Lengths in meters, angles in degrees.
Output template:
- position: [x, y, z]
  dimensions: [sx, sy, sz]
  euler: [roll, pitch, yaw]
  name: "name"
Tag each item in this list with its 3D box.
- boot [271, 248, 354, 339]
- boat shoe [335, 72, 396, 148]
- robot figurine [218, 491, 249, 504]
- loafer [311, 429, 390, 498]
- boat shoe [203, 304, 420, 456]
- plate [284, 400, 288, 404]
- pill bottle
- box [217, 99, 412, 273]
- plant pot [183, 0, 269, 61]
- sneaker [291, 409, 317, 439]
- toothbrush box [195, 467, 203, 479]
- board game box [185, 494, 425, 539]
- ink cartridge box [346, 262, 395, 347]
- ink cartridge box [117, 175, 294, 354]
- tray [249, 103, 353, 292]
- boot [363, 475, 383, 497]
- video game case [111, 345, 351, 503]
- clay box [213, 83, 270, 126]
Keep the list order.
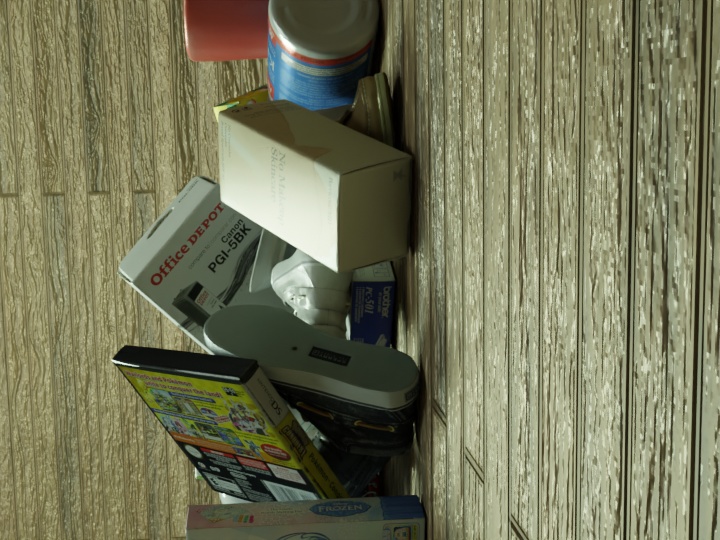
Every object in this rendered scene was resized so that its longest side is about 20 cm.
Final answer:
- position: [-0.051, 0.041, 1.072]
  dimensions: [0.200, 0.073, 0.097]
  euler: [129, 147, -76]
  name: "boot"
- position: [-0.005, -0.107, 1.056]
  dimensions: [0.201, 0.066, 0.075]
  euler: [97, 169, -55]
  name: "boat shoe"
- position: [-0.091, 0.224, 1.183]
  dimensions: [0.170, 0.112, 0.200]
  euler: [55, 171, 12]
  name: "robot figurine"
- position: [-0.018, 0.176, 1.041]
  dimensions: [0.068, 0.070, 0.202]
  euler: [40, 120, 29]
  name: "loafer"
- position: [-0.044, 0.099, 0.958]
  dimensions: [0.071, 0.198, 0.092]
  euler: [-53, -28, -44]
  name: "boat shoe"
- position: [-0.066, 0.109, 1.284]
  dimensions: [0.026, 0.199, 0.200]
  euler: [53, -179, -12]
  name: "plate"
- position: [-0.043, -0.215, 1.168]
  dimensions: [0.200, 0.111, 0.113]
  euler: [101, 165, -64]
  name: "pill bottle"
- position: [-0.044, -0.079, 0.987]
  dimensions: [0.199, 0.077, 0.096]
  euler: [30, 126, 48]
  name: "box"
- position: [-0.098, -0.326, 1.256]
  dimensions: [0.200, 0.175, 0.203]
  euler: [-174, 90, -88]
  name: "plant pot"
- position: [-0.085, 0.184, 1.327]
  dimensions: [0.070, 0.198, 0.081]
  euler: [-39, -69, -77]
  name: "sneaker"
- position: [-0.106, 0.183, 1.409]
  dimensions: [0.086, 0.198, 0.147]
  euler: [4, -96, -80]
  name: "toothbrush box"
- position: [-0.046, 0.294, 0.956]
  dimensions: [0.043, 0.197, 0.202]
  euler: [-110, 20, -70]
  name: "board game box"
- position: [0.000, 0.000, 1.147]
  dimensions: [0.201, 0.044, 0.095]
  euler: [-102, 13, -59]
  name: "ink cartridge box"
- position: [-0.147, 0.015, 1.246]
  dimensions: [0.147, 0.200, 0.083]
  euler: [-50, 24, -7]
  name: "ink cartridge box"
- position: [-0.053, -0.070, 1.149]
  dimensions: [0.107, 0.022, 0.202]
  euler: [-22, -45, -51]
  name: "tray"
- position: [-0.005, 0.227, 1.162]
  dimensions: [0.200, 0.072, 0.146]
  euler: [-149, 59, -87]
  name: "boot"
- position: [-0.115, 0.145, 0.998]
  dimensions: [0.199, 0.026, 0.182]
  euler: [2, 132, 47]
  name: "video game case"
- position: [-0.093, -0.158, 1.292]
  dimensions: [0.200, 0.047, 0.116]
  euler: [-33, -66, -46]
  name: "clay box"
